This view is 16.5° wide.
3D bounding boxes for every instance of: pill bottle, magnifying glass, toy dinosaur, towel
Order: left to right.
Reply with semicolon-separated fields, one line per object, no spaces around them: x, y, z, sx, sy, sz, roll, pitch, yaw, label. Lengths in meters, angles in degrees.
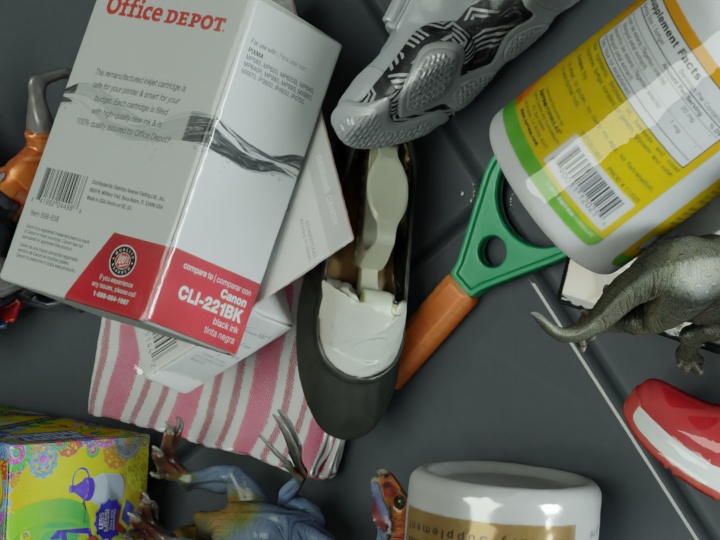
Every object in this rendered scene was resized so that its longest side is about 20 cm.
-0.088;0.043;1.589;0.199;0.030;0.148;13;97;30;towel
-0.048;0.152;1.531;0.180;0.200;0.106;19;71;15;toy dinosaur
0.077;-0.006;1.499;0.200;0.022;0.080;-48;69;20;magnifying glass
0.077;0.218;1.448;0.114;0.114;0.202;6;94;30;pill bottle
0.177;0.008;1.348;0.102;0.199;0.077;-40;47;45;toy dinosaur
0.178;-0.098;1.351;0.200;0.111;0.111;-38;73;20;pill bottle

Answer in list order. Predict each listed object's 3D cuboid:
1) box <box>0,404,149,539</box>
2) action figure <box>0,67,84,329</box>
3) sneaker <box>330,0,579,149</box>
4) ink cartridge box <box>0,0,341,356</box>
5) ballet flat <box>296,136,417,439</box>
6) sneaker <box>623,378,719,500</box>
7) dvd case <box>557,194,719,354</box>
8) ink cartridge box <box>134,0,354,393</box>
-0.248;0.195;1.613;0.192;0.122;0.202;8;95;42;box
-0.274;-0.040;1.656;0.199;0.104;0.195;4;84;28;action figure
0.044;-0.166;1.466;0.200;0.075;0.115;-40;66;2;sneaker
-0.113;-0.067;1.483;0.144;0.083;0.201;14;84;45;ink cartridge box
0.000;0.000;1.491;0.067;0.068;0.202;6;84;-13;ballet flat
0.251;0.085;1.368;0.199;0.078;0.116;30;107;13;sneaker
0.218;-0.022;1.406;0.199;0.018;0.144;18;100;23;dvd case
-0.076;-0.052;1.533;0.176;0.045;0.201;-32;55;28;ink cartridge box
